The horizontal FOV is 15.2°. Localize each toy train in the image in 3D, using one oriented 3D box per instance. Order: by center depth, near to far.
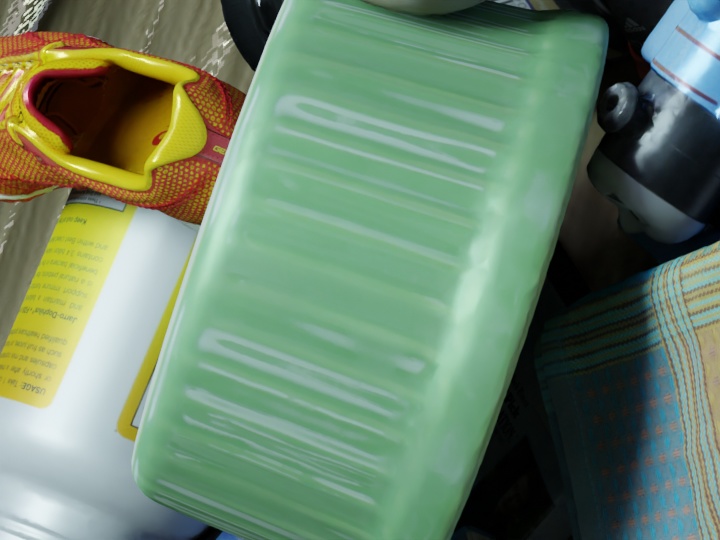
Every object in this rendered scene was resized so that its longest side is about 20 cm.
[{"bbox_3d":[0.147,-0.073,0.810,0.200,0.114,0.087,-54,33,10],"label":"toy train"}]

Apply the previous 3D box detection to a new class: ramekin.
[{"bbox_3d":[0.000,0.000,0.851,0.200,0.098,0.200,-161,90,-89],"label":"ramekin"}]

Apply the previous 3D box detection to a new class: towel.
[{"bbox_3d":[0.106,0.064,0.745,0.200,0.022,0.147,150,114,-65],"label":"towel"}]

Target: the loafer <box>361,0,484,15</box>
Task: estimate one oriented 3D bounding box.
[{"bbox_3d":[0.042,-0.156,0.838,0.068,0.076,0.200,94,-157,-47],"label":"loafer"}]

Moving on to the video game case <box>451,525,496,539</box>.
[{"bbox_3d":[0.014,0.200,0.856,0.143,0.018,0.200,-41,44,26],"label":"video game case"}]

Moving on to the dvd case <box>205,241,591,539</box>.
[{"bbox_3d":[0.017,0.081,0.958,0.200,0.018,0.143,-51,34,17],"label":"dvd case"}]

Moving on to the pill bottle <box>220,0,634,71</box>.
[{"bbox_3d":[0.040,-0.119,0.992,0.200,0.112,0.112,-9,59,50],"label":"pill bottle"}]

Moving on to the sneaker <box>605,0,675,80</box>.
[{"bbox_3d":[0.140,-0.152,0.883,0.077,0.082,0.200,-1,48,54],"label":"sneaker"}]

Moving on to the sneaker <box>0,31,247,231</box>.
[{"bbox_3d":[-0.110,-0.063,1.000,0.200,0.077,0.073,8,74,44],"label":"sneaker"}]

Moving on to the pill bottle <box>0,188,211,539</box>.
[{"bbox_3d":[-0.085,0.035,1.052,0.104,0.104,0.200,7,71,55],"label":"pill bottle"}]
